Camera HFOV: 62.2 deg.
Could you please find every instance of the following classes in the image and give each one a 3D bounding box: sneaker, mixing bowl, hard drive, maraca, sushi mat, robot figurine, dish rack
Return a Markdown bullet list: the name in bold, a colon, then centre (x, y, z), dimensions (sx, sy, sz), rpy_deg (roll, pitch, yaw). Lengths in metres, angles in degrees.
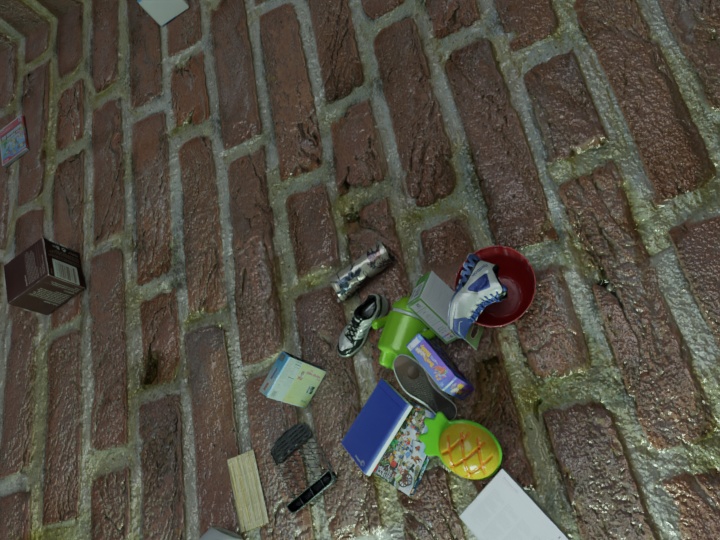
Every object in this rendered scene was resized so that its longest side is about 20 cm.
- **sneaker**: centre (0.153, 0.288, 1.474), dimensions (0.073, 0.085, 0.200), rpy_deg (-42, 88, 1)
- **mixing bowl**: centre (0.341, 0.053, 1.481), dimensions (0.196, 0.108, 0.204), rpy_deg (-8, 69, 22)
- **hard drive**: centre (0.038, 0.393, 1.514), dimensions (0.202, 0.025, 0.132), rpy_deg (-58, 36, 2)
- **maraca**: centre (0.234, 0.411, 1.401), dimensions (0.197, 0.107, 0.140), rpy_deg (21, 102, 18)
- **sushi mat**: centre (-0.312, 0.606, 1.642), dimensions (0.094, 0.012, 0.203), rpy_deg (-25, 64, 14)
- **sneaker**: centre (-0.008, 0.143, 1.621), dimensions (0.075, 0.088, 0.201), rpy_deg (36, 91, 27)
- **sneaker**: centre (0.281, 0.063, 1.398), dimensions (0.113, 0.080, 0.203), rpy_deg (13, 77, 29)
- **robot figurine**: centre (0.117, 0.159, 1.541), dimensions (0.174, 0.115, 0.203), rpy_deg (13, 77, 45)
- **dish rack**: centre (-0.162, 0.514, 1.583), dimensions (0.153, 0.054, 0.201), rpy_deg (-40, 61, 6)

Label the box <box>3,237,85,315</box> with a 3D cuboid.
- **box**: centre (-1.118, 0.023, 2.116), dimensions (0.198, 0.166, 0.166), rpy_deg (-31, 63, 11)

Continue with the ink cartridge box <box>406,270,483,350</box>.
- **ink cartridge box**: centre (0.215, 0.109, 1.493), dimensions (0.059, 0.199, 0.104), rpy_deg (-37, 15, 43)

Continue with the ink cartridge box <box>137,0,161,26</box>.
- **ink cartridge box**: centre (-0.796, -1.121, 2.369), dimensions (0.145, 0.146, 0.203), rpy_deg (-27, 63, 13)

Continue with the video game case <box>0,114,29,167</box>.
- **video game case**: centre (-1.490, -0.558, 2.565), dimensions (0.141, 0.017, 0.203), rpy_deg (-30, 64, 12)

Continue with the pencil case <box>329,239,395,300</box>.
- **pencil case**: centre (0.000, 0.000, 1.672), dimensions (0.199, 0.089, 0.078), rpy_deg (-38, 90, 9)

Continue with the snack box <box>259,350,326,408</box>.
- **snack box**: centre (-0.174, 0.292, 1.579), dimensions (0.037, 0.200, 0.117), rpy_deg (27, 84, 32)

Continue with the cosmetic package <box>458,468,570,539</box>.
- **cosmetic package**: centre (0.343, 0.574, 1.336), dimensions (0.151, 0.052, 0.200), rpy_deg (-48, 61, 5)

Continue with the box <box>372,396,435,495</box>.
- **box**: centre (0.112, 0.434, 1.495), dimensions (0.135, 0.038, 0.203), rpy_deg (21, 82, 28)

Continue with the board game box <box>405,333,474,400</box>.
- **board game box**: centre (0.195, 0.234, 1.433), dimensions (0.045, 0.200, 0.135), rpy_deg (-42, 61, 5)

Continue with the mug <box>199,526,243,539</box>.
- **mug**: centre (-0.354, 0.777, 1.543), dimensions (0.197, 0.148, 0.178), rpy_deg (21, 72, -2)
